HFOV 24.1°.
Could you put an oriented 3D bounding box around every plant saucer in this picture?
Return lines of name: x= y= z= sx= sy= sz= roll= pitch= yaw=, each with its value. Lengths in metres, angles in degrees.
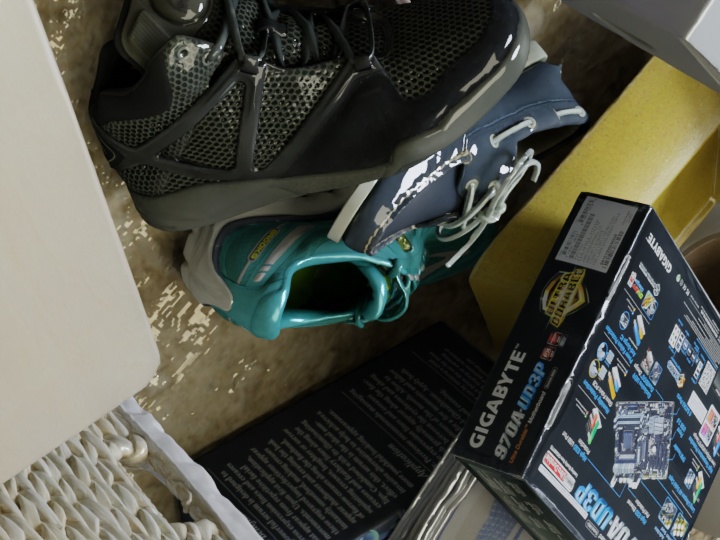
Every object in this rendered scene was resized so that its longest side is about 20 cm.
plant saucer: x=0.154 y=-0.030 z=0.988 sx=0.200 sy=0.048 sz=0.200 roll=-48 pitch=161 yaw=-6

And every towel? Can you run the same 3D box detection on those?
towel: x=0.094 y=0.142 z=0.961 sx=0.147 sy=0.024 sz=0.200 roll=-56 pitch=143 yaw=6

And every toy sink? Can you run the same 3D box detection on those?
toy sink: x=-0.179 y=-0.024 z=0.642 sx=0.130 sy=0.112 sz=0.201 roll=-34 pitch=131 yaw=-22

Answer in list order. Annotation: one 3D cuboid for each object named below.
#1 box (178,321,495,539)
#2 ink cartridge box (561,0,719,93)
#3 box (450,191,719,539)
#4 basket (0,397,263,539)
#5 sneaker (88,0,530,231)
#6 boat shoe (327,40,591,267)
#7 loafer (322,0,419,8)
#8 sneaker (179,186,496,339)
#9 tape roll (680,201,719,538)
box: x=0.006 y=0.150 z=0.983 sx=0.199 sy=0.107 sz=0.149 roll=-28 pitch=137 yaw=-27
ink cartridge box: x=0.181 y=-0.210 z=0.841 sx=0.201 sy=0.145 sz=0.084 roll=-56 pitch=143 yaw=5
box: x=0.139 y=0.077 z=0.907 sx=0.200 sy=0.046 sz=0.160 roll=47 pitch=65 yaw=-48
basket: x=-0.164 y=0.169 z=0.754 sx=0.160 sy=0.198 sz=0.201 roll=14 pitch=110 yaw=-45
sneaker: x=-0.030 y=-0.092 z=0.728 sx=0.198 sy=0.077 sz=0.114 roll=-15 pitch=137 yaw=15
boat shoe: x=0.055 y=-0.054 z=0.858 sx=0.075 sy=0.062 sz=0.200 roll=-48 pitch=174 yaw=38
loafer: x=0.007 y=-0.154 z=0.761 sx=0.200 sy=0.062 sz=0.072 roll=69 pitch=31 yaw=-52
sneaker: x=0.000 y=0.000 z=0.879 sx=0.199 sy=0.080 sz=0.078 roll=-13 pitch=130 yaw=-40
tape roll: x=0.255 y=0.057 z=1.088 sx=0.203 sy=0.202 sz=0.139 roll=-43 pitch=142 yaw=-11
